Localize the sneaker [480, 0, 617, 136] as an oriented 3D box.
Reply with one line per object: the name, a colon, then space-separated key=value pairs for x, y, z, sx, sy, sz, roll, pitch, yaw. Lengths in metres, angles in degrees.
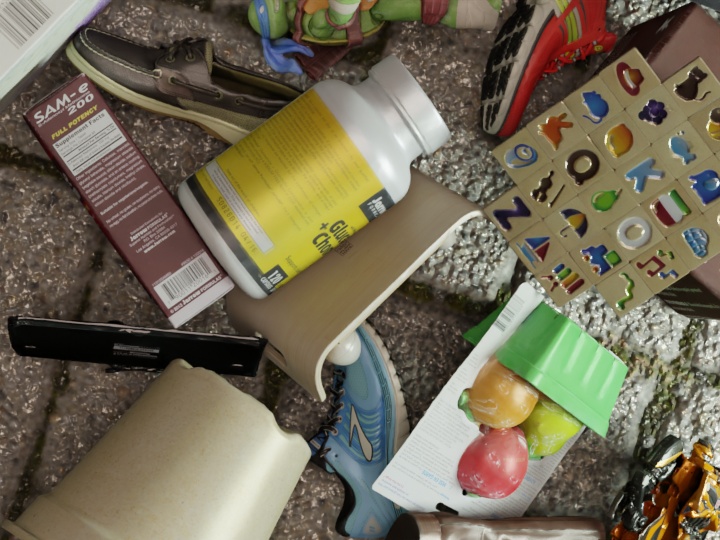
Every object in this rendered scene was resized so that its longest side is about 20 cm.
sneaker: x=0.167 y=-0.194 z=1.428 sx=0.085 sy=0.077 sz=0.200 roll=29 pitch=87 yaw=-13

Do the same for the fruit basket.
fruit basket: x=0.113 y=0.120 z=1.394 sx=0.200 sy=0.094 sz=0.185 roll=-51 pitch=136 yaw=4

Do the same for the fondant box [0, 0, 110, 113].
fondant box: x=-0.244 y=-0.194 z=1.297 sx=0.058 sy=0.200 sz=0.144 roll=44 pitch=84 yaw=-8

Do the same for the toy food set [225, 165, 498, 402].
toy food set: x=0.000 y=0.000 z=1.374 sx=0.200 sy=0.143 sz=0.060 roll=-44 pitch=130 yaw=-9

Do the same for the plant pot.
plant pot: x=-0.141 y=0.177 z=1.333 sx=0.200 sy=0.200 sz=0.184 roll=36 pitch=76 yaw=-8

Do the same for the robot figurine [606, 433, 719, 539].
robot figurine: x=0.246 y=0.233 z=1.420 sx=0.145 sy=0.058 sz=0.200 roll=33 pitch=85 yaw=-49

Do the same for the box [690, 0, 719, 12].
box: x=0.260 y=-0.262 z=1.378 sx=0.198 sy=0.200 sz=0.050 roll=20 pitch=116 yaw=-11

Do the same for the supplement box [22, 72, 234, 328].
supplement box: x=-0.182 y=-0.053 z=1.355 sx=0.061 sy=0.109 sz=0.200 roll=-35 pitch=95 yaw=-7

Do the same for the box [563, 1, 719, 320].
box: x=0.266 y=-0.082 z=1.397 sx=0.200 sy=0.164 sz=0.166 roll=41 pitch=85 yaw=-7

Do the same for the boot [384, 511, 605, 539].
boot: x=0.091 y=0.266 z=1.425 sx=0.200 sy=0.064 sz=0.187 roll=5 pitch=133 yaw=-33

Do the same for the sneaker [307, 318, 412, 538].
sneaker: x=-0.006 y=0.126 z=1.402 sx=0.090 sy=0.078 sz=0.200 roll=-12 pitch=92 yaw=-5

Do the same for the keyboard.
keyboard: x=-0.177 y=0.051 z=1.367 sx=0.200 sy=0.104 sz=0.040 roll=7 pitch=66 yaw=-9

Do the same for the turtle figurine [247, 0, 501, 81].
turtle figurine: x=0.009 y=-0.252 z=1.367 sx=0.194 sy=0.144 sz=0.200 roll=-3 pitch=95 yaw=-13

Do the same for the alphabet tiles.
alphabet tiles: x=0.200 y=-0.063 z=1.296 sx=0.200 sy=0.006 sz=0.166 roll=-35 pitch=102 yaw=20

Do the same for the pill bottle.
pill bottle: x=-0.033 y=-0.076 z=1.335 sx=0.200 sy=0.112 sz=0.112 roll=-36 pitch=96 yaw=1

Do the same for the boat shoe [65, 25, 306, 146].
boat shoe: x=-0.133 y=-0.155 z=1.374 sx=0.200 sy=0.073 sz=0.065 roll=21 pitch=117 yaw=-18
